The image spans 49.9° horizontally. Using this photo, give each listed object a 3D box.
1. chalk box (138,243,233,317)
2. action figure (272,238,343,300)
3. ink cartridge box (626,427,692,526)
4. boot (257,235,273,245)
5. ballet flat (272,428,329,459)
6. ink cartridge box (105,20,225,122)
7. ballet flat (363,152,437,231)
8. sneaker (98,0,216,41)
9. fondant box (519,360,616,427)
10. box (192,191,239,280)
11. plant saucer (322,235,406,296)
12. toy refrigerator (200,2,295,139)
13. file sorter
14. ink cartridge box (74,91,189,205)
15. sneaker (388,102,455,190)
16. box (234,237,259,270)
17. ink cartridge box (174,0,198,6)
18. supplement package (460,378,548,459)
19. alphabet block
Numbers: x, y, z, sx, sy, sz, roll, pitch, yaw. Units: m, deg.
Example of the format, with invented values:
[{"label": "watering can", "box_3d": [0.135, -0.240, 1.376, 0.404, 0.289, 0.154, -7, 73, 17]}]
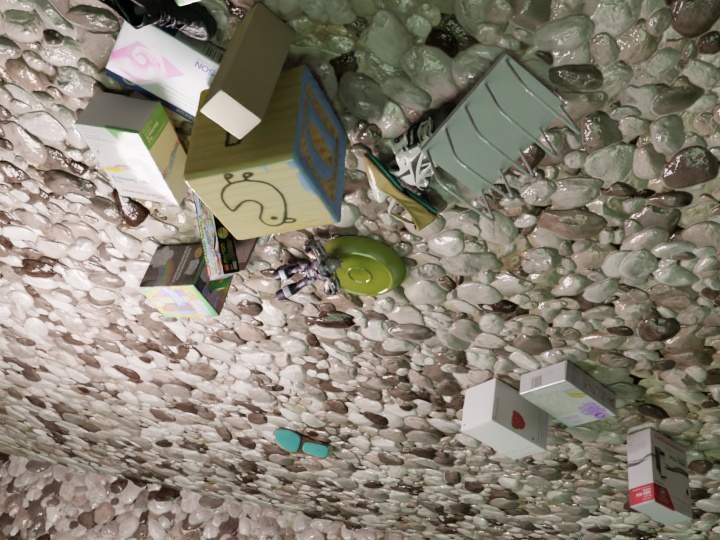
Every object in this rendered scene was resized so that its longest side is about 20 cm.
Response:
[{"label": "chalk box", "box_3d": [-0.375, 0.023, 1.764, 0.198, 0.125, 0.124, -1, 142, 23]}, {"label": "action figure", "box_3d": [-0.107, 0.002, 1.657, 0.199, 0.069, 0.132, -17, 91, 42]}, {"label": "ink cartridge box", "box_3d": [0.770, 0.531, 1.996, 0.146, 0.202, 0.083, 28, 140, -20]}, {"label": "boot", "box_3d": [-0.147, -0.102, 1.555, 0.095, 0.074, 0.200, 17, 149, -10]}, {"label": "ballet flat", "box_3d": [-0.199, 0.567, 2.523, 0.198, 0.069, 0.072, 18, 165, -13]}, {"label": "ink cartridge box", "box_3d": [-0.329, -0.335, 1.323, 0.195, 0.044, 0.200, 27, 142, -18]}, {"label": "ballet flat", "box_3d": [0.063, -0.137, 1.425, 0.199, 0.069, 0.063, 37, 106, -29]}, {"label": "sneaker", "box_3d": [-0.317, -0.396, 1.176, 0.199, 0.105, 0.060, 37, 139, -29]}, {"label": "fondant box", "box_3d": [0.510, 0.306, 1.899, 0.199, 0.059, 0.144, 33, 141, -26]}, {"label": "box", "box_3d": [-0.284, -0.086, 1.507, 0.034, 0.203, 0.110, -10, 176, -27]}, {"label": "plant saucer", "box_3d": [0.000, 0.000, 1.680, 0.197, 0.031, 0.201, 9, 144, 7]}, {"label": "toy refrigerator", "box_3d": [-0.169, -0.302, 1.170, 0.076, 0.202, 0.070, 33, 142, -27]}, {"label": "file sorter", "box_3d": [0.213, -0.196, 1.185, 0.138, 0.125, 0.200, 31, 117, -24]}, {"label": "ink cartridge box", "box_3d": [-0.415, -0.225, 1.449, 0.144, 0.088, 0.201, 12, 150, 18]}, {"label": "sneaker", "box_3d": [0.100, -0.213, 1.309, 0.087, 0.075, 0.201, 17, 145, -8]}, {"label": "box", "box_3d": [-0.256, -0.089, 1.572, 0.074, 0.101, 0.200, -6, 153, -25]}, {"label": "ink cartridge box", "box_3d": [-0.214, -0.468, 1.092, 0.198, 0.048, 0.146, -4, 141, 28]}, {"label": "supplement package", "box_3d": [0.376, 0.387, 2.003, 0.199, 0.122, 0.119, 31, 143, -23]}, {"label": "alphabet block", "box_3d": [-0.151, -0.192, 1.290, 0.198, 0.198, 0.196, -9, 146, 20]}]
